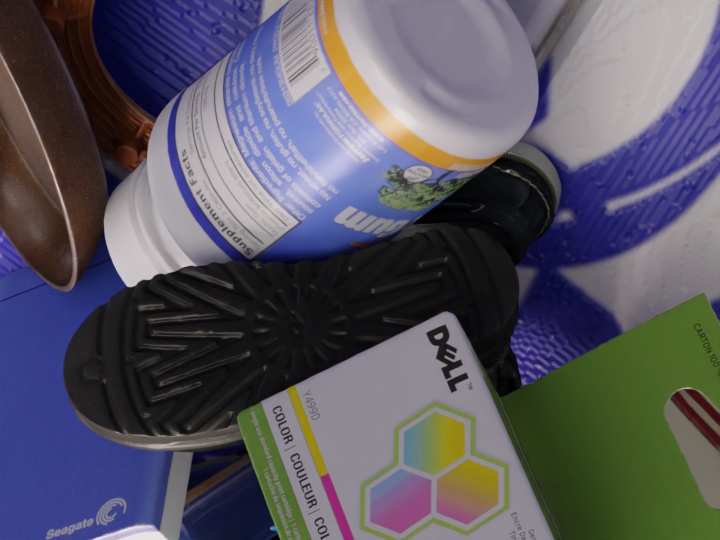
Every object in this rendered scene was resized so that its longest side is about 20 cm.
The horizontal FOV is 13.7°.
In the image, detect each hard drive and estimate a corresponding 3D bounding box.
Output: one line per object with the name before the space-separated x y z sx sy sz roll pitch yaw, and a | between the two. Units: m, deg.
hard drive | -0.131 0.064 1.403 0.131 0.201 0.025 -20 131 26

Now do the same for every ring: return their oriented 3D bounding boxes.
ring | -0.063 -0.101 1.390 0.199 0.019 0.201 6 135 6

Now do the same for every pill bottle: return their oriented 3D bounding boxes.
pill bottle | -0.024 -0.054 1.334 0.112 0.112 0.200 51 129 -2

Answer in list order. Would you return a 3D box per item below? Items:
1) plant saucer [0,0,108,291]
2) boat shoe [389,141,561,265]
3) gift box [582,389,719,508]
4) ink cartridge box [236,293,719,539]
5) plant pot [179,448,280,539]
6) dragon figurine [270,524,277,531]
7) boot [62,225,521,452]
plant saucer | -0.170 -0.087 1.417 0.034 0.200 0.201 -28 99 -17
boat shoe | 0.001 0.002 1.416 0.198 0.066 0.075 -16 122 22
gift box | 0.161 0.159 1.339 0.187 0.184 0.200 49 124 11
ink cartridge box | 0.069 0.086 1.223 0.199 0.148 0.076 -27 142 4
plant pot | -0.098 0.197 1.461 0.199 0.200 0.181 -15 96 23
dragon figurine | -0.012 0.144 1.310 0.199 0.059 0.100 18 81 31
boot | -0.022 0.063 1.344 0.210 0.080 0.158 -9 151 -4
